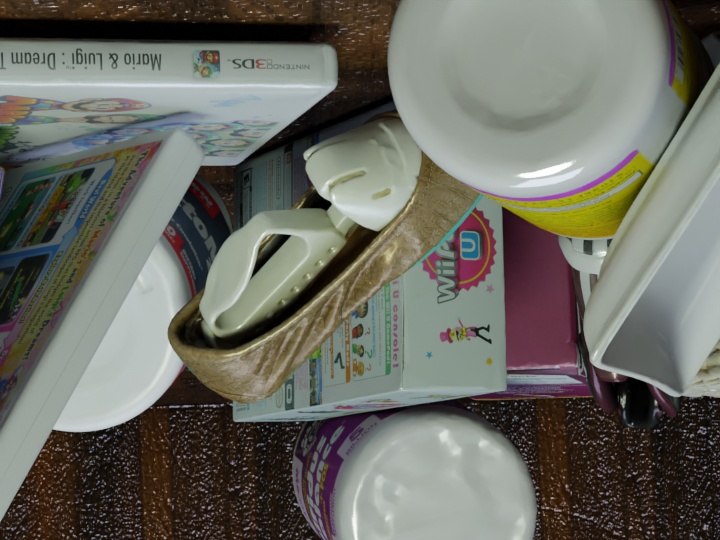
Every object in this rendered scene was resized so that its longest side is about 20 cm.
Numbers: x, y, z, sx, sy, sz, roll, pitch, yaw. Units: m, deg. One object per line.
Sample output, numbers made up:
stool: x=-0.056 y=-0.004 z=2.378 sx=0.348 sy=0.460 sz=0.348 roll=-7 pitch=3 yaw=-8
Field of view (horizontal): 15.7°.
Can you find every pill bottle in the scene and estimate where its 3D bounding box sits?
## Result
pill bottle: x=0.022 y=0.119 z=1.478 sx=0.112 sy=0.113 sz=0.200 roll=-1 pitch=-174 yaw=-12
pill bottle: x=0.084 y=-0.068 z=1.019 sx=0.104 sy=0.105 sz=0.200 roll=-4 pitch=172 yaw=15
pill bottle: x=-0.127 y=0.001 z=1.351 sx=0.119 sy=0.120 sz=0.200 roll=-3 pitch=-168 yaw=8

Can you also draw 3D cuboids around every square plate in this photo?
square plate: x=0.153 y=-0.045 z=1.028 sx=0.028 sy=0.198 sz=0.200 roll=32 pitch=-177 yaw=17

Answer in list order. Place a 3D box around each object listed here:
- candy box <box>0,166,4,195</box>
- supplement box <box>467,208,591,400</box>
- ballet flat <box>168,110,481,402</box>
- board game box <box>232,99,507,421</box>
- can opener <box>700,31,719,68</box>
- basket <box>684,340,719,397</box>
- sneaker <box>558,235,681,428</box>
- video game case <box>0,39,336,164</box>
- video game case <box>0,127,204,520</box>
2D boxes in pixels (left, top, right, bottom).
candy box: x=-0.284 y=-0.033 z=1.142 sx=0.200 sy=0.077 sz=0.169 roll=21 pitch=162 yaw=-37
supplement box: x=0.092 y=0.005 z=1.509 sx=0.103 sy=0.131 sz=0.200 roll=-2 pitch=172 yaw=13
ballet flat: x=-0.016 y=-0.019 z=1.201 sx=0.200 sy=0.068 sz=0.072 roll=-43 pitch=142 yaw=19
board game box: x=0.000 y=0.000 z=1.372 sx=0.064 sy=0.148 sz=0.200 roll=3 pitch=172 yaw=-26
can opener: x=0.131 y=-0.061 z=1.230 sx=0.066 sy=0.053 sz=0.200 roll=-32 pitch=-179 yaw=-22
basket: x=0.282 y=0.014 z=1.663 sx=0.135 sy=0.124 sz=0.200 roll=2 pitch=173 yaw=-21
sneaker: x=0.154 y=0.024 z=1.405 sx=0.076 sy=0.116 sz=0.200 roll=-2 pitch=-176 yaw=25
video game case: x=-0.122 y=-0.074 z=1.181 sx=0.182 sy=0.024 sz=0.200 roll=0 pitch=172 yaw=-15
video game case: x=-0.170 y=0.031 z=1.152 sx=0.182 sy=0.200 sz=0.024 roll=-9 pitch=135 yaw=48
